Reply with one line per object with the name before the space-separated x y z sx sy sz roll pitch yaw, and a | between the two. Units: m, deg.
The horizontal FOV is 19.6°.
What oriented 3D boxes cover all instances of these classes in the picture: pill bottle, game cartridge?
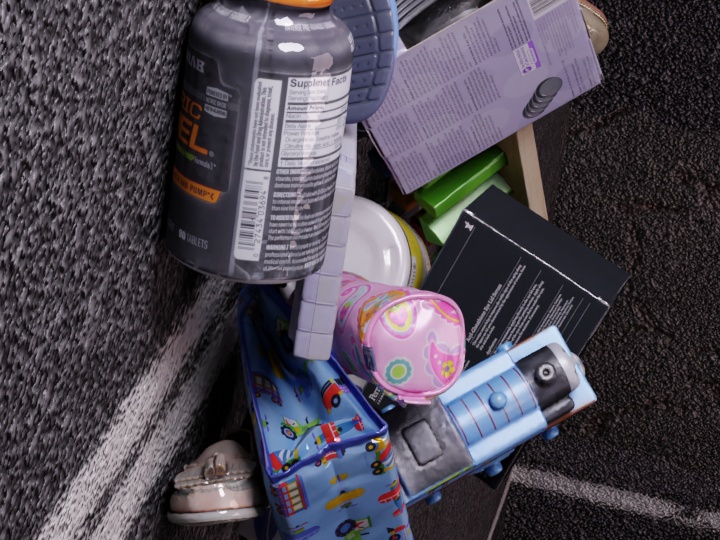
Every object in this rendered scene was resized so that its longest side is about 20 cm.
pill bottle | -0.061 -0.102 1.308 0.106 0.106 0.201 -52 152 -67
pill bottle | 0.000 0.000 1.745 0.200 0.111 0.112 25 78 -80
game cartridge | -0.026 -0.032 1.472 0.200 0.038 0.131 -90 -176 -72

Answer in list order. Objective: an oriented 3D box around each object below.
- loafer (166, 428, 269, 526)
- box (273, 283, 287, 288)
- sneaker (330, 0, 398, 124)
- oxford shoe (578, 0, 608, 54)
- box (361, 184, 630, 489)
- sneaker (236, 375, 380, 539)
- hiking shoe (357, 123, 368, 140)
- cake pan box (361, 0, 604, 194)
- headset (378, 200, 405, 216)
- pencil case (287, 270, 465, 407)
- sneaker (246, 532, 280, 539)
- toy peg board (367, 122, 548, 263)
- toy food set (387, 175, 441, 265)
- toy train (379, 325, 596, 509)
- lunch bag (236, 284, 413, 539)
loafer | -0.103 0.150 1.526 0.200 0.071 0.063 40 47 -85
box | -0.050 -0.107 1.551 0.137 0.037 0.201 -66 164 -49
sneaker | -0.009 -0.203 1.449 0.082 0.073 0.202 -25 111 -78
oxford shoe | 0.134 -0.182 1.690 0.199 0.075 0.071 -1 140 -38
box | 0.109 0.054 1.708 0.201 0.141 0.079 -61 172 28
sneaker | -0.024 0.144 1.745 0.200 0.114 0.081 -66 174 -45
hiking shoe | -0.001 -0.194 1.687 0.087 0.074 0.201 140 -32 -61
cake pan box | 0.079 -0.156 1.555 0.052 0.184 0.200 59 2 27
headset | 0.042 0.009 1.984 0.094 0.123 0.200 -54 -151 19
pencil case | 0.008 0.048 1.540 0.200 0.087 0.088 -164 -94 -68
sneaker | -0.020 0.184 1.841 0.075 0.115 0.201 88 18 -54
toy peg board | 0.052 -0.105 1.776 0.098 0.199 0.200 -39 147 -16
toy food set | 0.087 -0.057 2.042 0.048 0.198 0.201 -7 111 -31
toy train | 0.087 0.115 1.597 0.087 0.199 0.114 62 -6 8
lunch bag | -0.047 0.113 1.538 0.151 0.094 0.200 77 -13 -46
